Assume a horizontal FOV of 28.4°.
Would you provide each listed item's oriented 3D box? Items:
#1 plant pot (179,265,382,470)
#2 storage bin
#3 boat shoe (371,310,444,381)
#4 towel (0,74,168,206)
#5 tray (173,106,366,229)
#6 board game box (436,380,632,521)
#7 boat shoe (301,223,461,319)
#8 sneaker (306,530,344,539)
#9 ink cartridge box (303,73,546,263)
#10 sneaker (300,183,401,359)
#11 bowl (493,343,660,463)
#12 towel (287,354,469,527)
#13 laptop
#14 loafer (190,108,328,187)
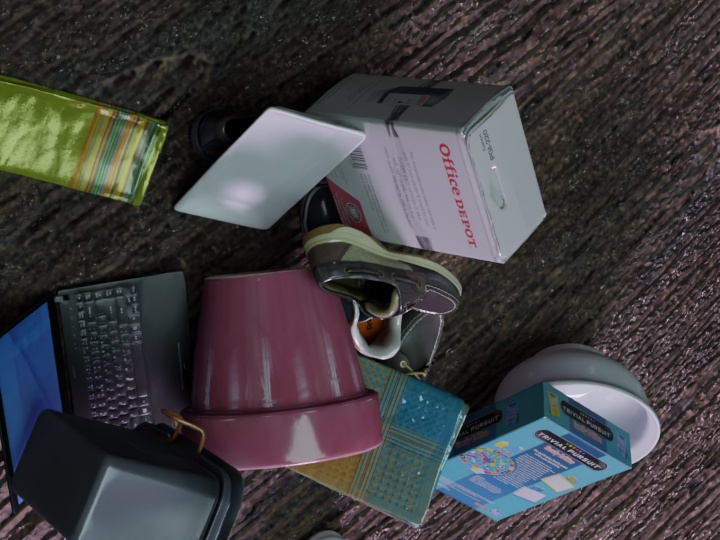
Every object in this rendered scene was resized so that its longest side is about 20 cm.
[{"bbox_3d":[-0.083,0.090,1.398,0.198,0.200,0.181,-6,92,-25],"label":"plant pot"},{"bbox_3d":[-0.216,0.191,1.288,0.134,0.199,0.147,25,87,-37],"label":"storage bin"},{"bbox_3d":[0.040,0.124,1.546,0.071,0.061,0.203,25,96,-33],"label":"boat shoe"},{"bbox_3d":[-0.279,-0.121,1.311,0.198,0.018,0.087,13,102,-31],"label":"towel"},{"bbox_3d":[-0.089,-0.099,1.346,0.106,0.200,0.022,13,59,-29],"label":"tray"},{"bbox_3d":[0.177,0.205,1.587,0.150,0.047,0.199,31,136,-33],"label":"board game box"},{"bbox_3d":[0.022,0.016,1.383,0.199,0.073,0.065,20,56,-38],"label":"boat shoe"},{"bbox_3d":[-0.078,0.380,1.567,0.200,0.088,0.075,-49,124,-3],"label":"sneaker"},{"bbox_3d":[0.061,-0.099,1.334,0.085,0.199,0.147,-42,127,-32],"label":"ink cartridge box"},{"bbox_3d":[0.000,0.000,1.469,0.078,0.079,0.202,-27,118,-15],"label":"sneaker"},{"bbox_3d":[0.238,0.147,1.619,0.199,0.091,0.202,3,142,2],"label":"bowl"},{"bbox_3d":[0.000,0.167,1.507,0.198,0.022,0.148,23,98,2],"label":"towel"},{"bbox_3d":[-0.249,0.112,1.363,0.198,0.103,0.179,-9,114,-15],"label":"laptop"},{"bbox_3d":[-0.064,-0.121,1.388,0.198,0.063,0.073,4,87,-28],"label":"loafer"}]
